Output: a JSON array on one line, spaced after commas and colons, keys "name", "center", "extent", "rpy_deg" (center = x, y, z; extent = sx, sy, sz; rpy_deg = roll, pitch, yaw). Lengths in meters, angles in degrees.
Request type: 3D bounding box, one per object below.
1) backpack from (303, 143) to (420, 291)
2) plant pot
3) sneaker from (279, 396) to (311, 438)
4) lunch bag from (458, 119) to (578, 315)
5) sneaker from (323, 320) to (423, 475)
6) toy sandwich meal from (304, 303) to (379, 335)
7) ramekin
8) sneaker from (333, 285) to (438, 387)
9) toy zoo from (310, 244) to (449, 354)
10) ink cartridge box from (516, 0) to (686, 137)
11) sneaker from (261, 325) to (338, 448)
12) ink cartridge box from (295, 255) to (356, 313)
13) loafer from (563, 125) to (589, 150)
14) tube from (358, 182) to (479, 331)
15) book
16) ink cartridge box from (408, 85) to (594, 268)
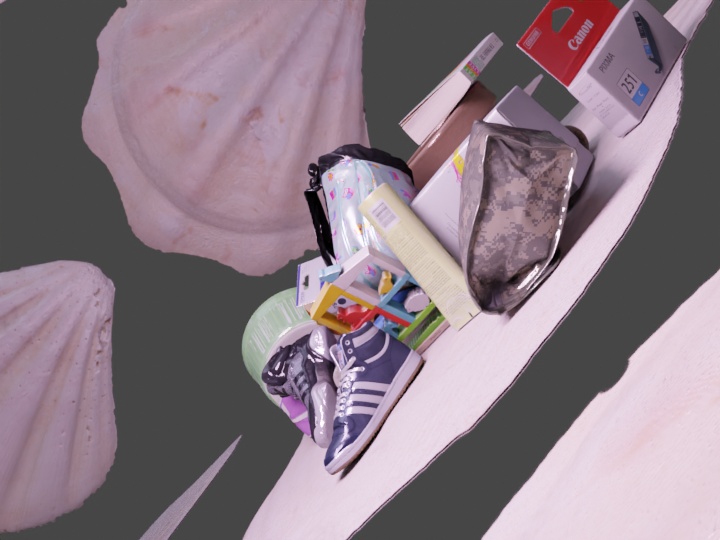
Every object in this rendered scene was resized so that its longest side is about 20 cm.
[{"name": "backpack", "center": [0.020, -0.064, 1.423], "extent": [0.126, 0.166, 0.202], "rpy_deg": [-34, 53, 42]}, {"name": "plant pot", "center": [0.180, -0.161, 1.621], "extent": [0.201, 0.174, 0.200], "rpy_deg": [-49, 4, 5]}, {"name": "sneaker", "center": [-0.052, 0.170, 1.607], "extent": [0.201, 0.114, 0.073], "rpy_deg": [-47, 3, 25]}, {"name": "lunch bag", "center": [0.166, -0.057, 1.175], "extent": [0.164, 0.116, 0.202], "rpy_deg": [-86, 5, -77]}, {"name": "sneaker", "center": [-0.013, 0.155, 1.330], "extent": [0.200, 0.108, 0.070], "rpy_deg": [-52, 4, -27]}, {"name": "toy sandwich meal", "center": [0.011, 0.019, 1.621], "extent": [0.203, 0.071, 0.206], "rpy_deg": [-15, 31, 9]}, {"name": "ramekin", "center": [-0.088, 0.137, 1.706], "extent": [0.200, 0.199, 0.098], "rpy_deg": [-49, 30, 7]}, {"name": "sneaker", "center": [0.044, 0.093, 1.506], "extent": [0.200, 0.077, 0.111], "rpy_deg": [-49, 5, 22]}, {"name": "toy zoo", "center": [0.026, 0.043, 1.368], "extent": [0.131, 0.199, 0.021], "rpy_deg": [-48, 30, 29]}, {"name": "ink cartridge box", "center": [0.312, -0.291, 1.329], "extent": [0.200, 0.176, 0.045], "rpy_deg": [-53, 6, -37]}, {"name": "sneaker", "center": [-0.084, 0.182, 1.539], "extent": [0.113, 0.076, 0.202], "rpy_deg": [-20, 48, 19]}, {"name": "ink cartridge box", "center": [0.000, 0.000, 1.535], "extent": [0.198, 0.039, 0.100], "rpy_deg": [-20, 39, 17]}, {"name": "loafer", "center": [0.236, -0.126, 1.452], "extent": [0.199, 0.076, 0.067], "rpy_deg": [-38, 7, 20]}, {"name": "tube", "center": [0.077, -0.018, 1.304], "extent": [0.052, 0.200, 0.058], "rpy_deg": [-39, -7, -3]}, {"name": "book", "center": [0.147, -0.285, 1.608], "extent": [0.134, 0.048, 0.200], "rpy_deg": [-43, 6, 34]}, {"name": "ink cartridge box", "center": [0.178, -0.109, 1.347], "extent": [0.200, 0.145, 0.145], "rpy_deg": [-47, 1, 29]}]
